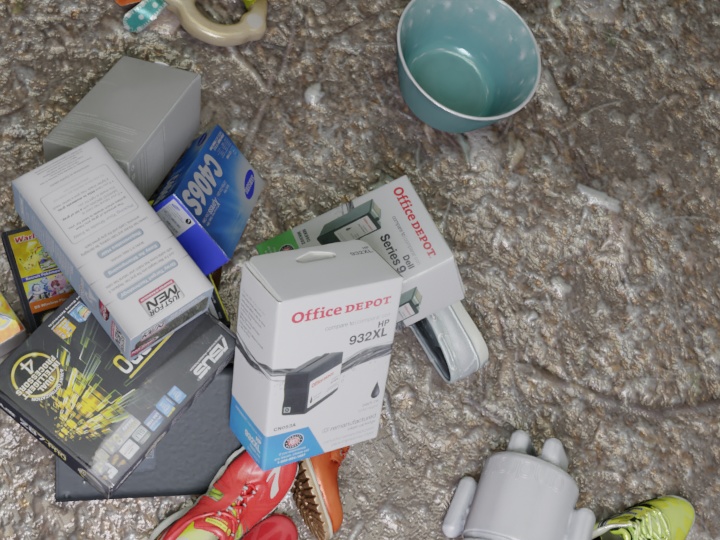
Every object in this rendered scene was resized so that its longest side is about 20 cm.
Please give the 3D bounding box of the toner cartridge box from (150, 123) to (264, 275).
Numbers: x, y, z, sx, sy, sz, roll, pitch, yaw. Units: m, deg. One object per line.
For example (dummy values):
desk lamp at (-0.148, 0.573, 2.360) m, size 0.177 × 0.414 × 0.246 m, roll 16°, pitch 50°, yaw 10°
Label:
toner cartridge box at (-0.170, -0.083, 1.136) m, size 0.095 × 0.043 × 0.201 m, roll 52°, pitch 22°, yaw -21°

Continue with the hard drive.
hard drive at (-0.222, 0.171, 1.070) m, size 0.197 × 0.033 × 0.142 m, roll 0°, pitch 99°, yaw -15°

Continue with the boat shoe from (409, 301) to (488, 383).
boat shoe at (0.074, 0.045, 1.216) m, size 0.071 × 0.070 × 0.202 m, roll -31°, pitch 81°, yaw -25°

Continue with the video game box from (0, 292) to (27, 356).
video game box at (-0.490, 0.049, 1.070) m, size 0.199 × 0.047 × 0.183 m, roll -34°, pitch 84°, yaw -24°

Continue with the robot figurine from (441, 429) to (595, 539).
robot figurine at (0.176, 0.284, 1.126) m, size 0.168 × 0.113 × 0.202 m, roll 6°, pitch 60°, yaw 30°

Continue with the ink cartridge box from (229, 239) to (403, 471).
ink cartridge box at (-0.047, 0.084, 1.017) m, size 0.144 × 0.202 × 0.084 m, roll -10°, pitch 34°, yaw -30°

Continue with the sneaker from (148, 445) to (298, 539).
sneaker at (-0.138, 0.256, 1.041) m, size 0.200 × 0.085 × 0.077 m, roll -44°, pitch 98°, yaw -6°

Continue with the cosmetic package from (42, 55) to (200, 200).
cosmetic package at (-0.265, -0.155, 1.145) m, size 0.105 × 0.091 × 0.201 m, roll 16°, pitch 39°, yaw 10°

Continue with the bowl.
bowl at (0.128, -0.265, 1.334) m, size 0.198 × 0.105 × 0.203 m, roll 5°, pitch 68°, yaw -13°

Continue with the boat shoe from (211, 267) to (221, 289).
boat shoe at (-0.216, 0.047, 1.131) m, size 0.075 × 0.074 × 0.201 m, roll 28°, pitch 65°, yaw -2°

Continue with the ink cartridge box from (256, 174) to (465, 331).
ink cartridge box at (0.000, 0.000, 1.148) m, size 0.198 × 0.084 × 0.147 m, roll -26°, pitch 52°, yaw -2°

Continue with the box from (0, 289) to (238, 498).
box at (-0.240, 0.095, 0.990) m, size 0.161 × 0.049 × 0.200 m, roll 40°, pitch 59°, yaw 3°

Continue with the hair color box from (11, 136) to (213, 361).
hair color box at (-0.244, -0.023, 0.987) m, size 0.099 × 0.061 × 0.200 m, roll -34°, pitch 76°, yaw -27°

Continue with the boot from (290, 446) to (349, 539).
boot at (-0.034, 0.196, 1.128) m, size 0.106 × 0.075 × 0.202 m, roll -5°, pitch 70°, yaw -23°

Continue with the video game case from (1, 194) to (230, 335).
video game case at (-0.262, 0.014, 1.077) m, size 0.198 × 0.026 × 0.182 m, roll -16°, pitch 64°, yaw -22°

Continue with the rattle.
rattle at (-0.204, -0.362, 1.265) m, size 0.197 × 0.143 × 0.132 m, roll 8°, pitch 85°, yaw -19°

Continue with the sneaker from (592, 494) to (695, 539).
sneaker at (0.319, 0.317, 1.174) m, size 0.198 × 0.077 × 0.076 m, roll -18°, pitch 73°, yaw -22°

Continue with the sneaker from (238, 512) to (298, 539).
sneaker at (-0.120, 0.331, 1.023) m, size 0.078 × 0.116 × 0.201 m, roll 34°, pitch 64°, yaw 0°
